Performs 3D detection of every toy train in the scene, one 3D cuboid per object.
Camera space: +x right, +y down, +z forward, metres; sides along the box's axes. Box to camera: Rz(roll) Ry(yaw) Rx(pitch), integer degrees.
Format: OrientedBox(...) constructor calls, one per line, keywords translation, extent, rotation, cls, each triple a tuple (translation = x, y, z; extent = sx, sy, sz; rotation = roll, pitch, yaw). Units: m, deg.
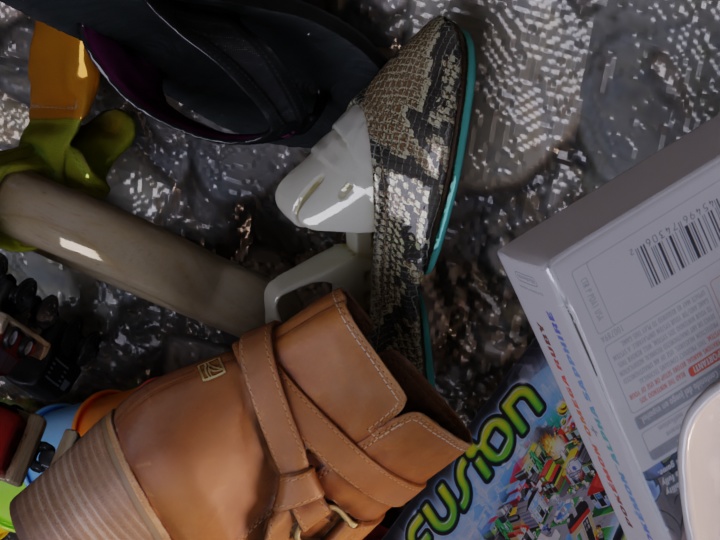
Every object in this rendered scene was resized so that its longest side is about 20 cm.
OrientedBox(translation=(-0.156, 0.022, 0.816), extent=(0.034, 0.046, 0.200), rotation=(25, 170, 14), cls="toy train")
OrientedBox(translation=(-0.159, 0.066, 0.796), extent=(0.199, 0.034, 0.046), rotation=(22, 163, 3), cls="toy train")

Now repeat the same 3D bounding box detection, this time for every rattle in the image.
OrientedBox(translation=(-0.062, -0.034, 0.822), extent=(0.198, 0.144, 0.130), rotation=(21, 159, -5), cls="rattle")

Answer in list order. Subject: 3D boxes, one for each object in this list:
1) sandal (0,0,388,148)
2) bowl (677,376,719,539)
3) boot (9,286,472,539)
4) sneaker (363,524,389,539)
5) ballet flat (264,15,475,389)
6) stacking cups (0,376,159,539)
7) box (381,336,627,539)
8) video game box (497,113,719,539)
OrientedBox(translation=(-0.072, -0.083, 0.737), extent=(0.199, 0.048, 0.075), rotation=(24, 142, -27), cls="sandal")
OrientedBox(translation=(0.207, 0.098, 0.584), extent=(0.198, 0.075, 0.202), rotation=(-14, 97, 14), cls="bowl")
OrientedBox(translation=(-0.021, 0.104, 0.749), extent=(0.154, 0.074, 0.200), rotation=(-34, 134, 6), cls="boot")
OrientedBox(translation=(-0.009, 0.151, 0.894), extent=(0.200, 0.079, 0.115), rotation=(42, 158, -17), cls="sneaker")
OrientedBox(translation=(0.000, 0.000, 0.750), extent=(0.075, 0.068, 0.202), rotation=(-2, 116, -13), cls="ballet flat")
OrientedBox(translation=(-0.128, 0.080, 0.882), extent=(0.199, 0.061, 0.061), rotation=(-23, 106, 43), cls="stacking cups")
OrientedBox(translation=(0.083, 0.096, 0.760), extent=(0.201, 0.035, 0.110), rotation=(-55, 48, 24), cls="box")
OrientedBox(translation=(0.168, 0.025, 0.655), extent=(0.183, 0.199, 0.047), rotation=(64, 165, -15), cls="video game box")
